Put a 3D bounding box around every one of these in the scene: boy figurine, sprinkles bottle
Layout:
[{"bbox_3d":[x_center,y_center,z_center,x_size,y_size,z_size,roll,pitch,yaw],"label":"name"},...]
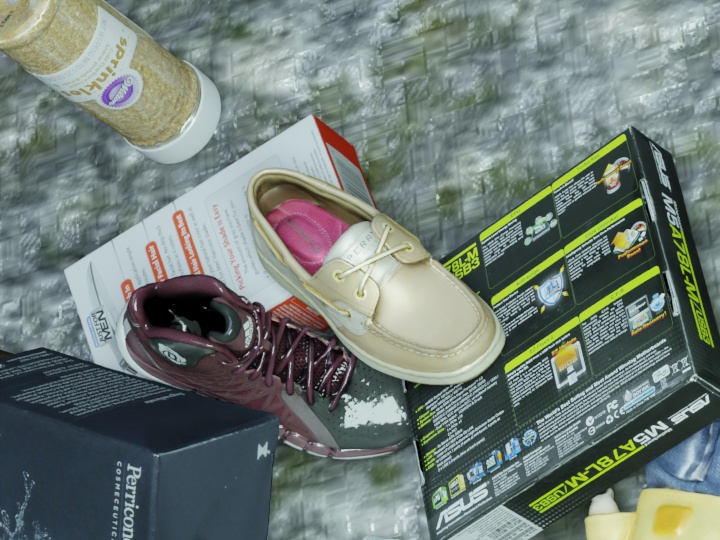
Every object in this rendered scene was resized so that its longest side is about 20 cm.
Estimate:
[{"bbox_3d":[0.174,0.151,1.608,0.124,0.064,0.200,14,74,34],"label":"boy figurine"},{"bbox_3d":[-0.169,-0.136,1.857,0.068,0.200,0.068,-13,63,27],"label":"sprinkles bottle"}]

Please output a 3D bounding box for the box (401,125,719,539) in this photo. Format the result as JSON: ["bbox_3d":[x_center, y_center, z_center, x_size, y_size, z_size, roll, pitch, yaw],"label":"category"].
[{"bbox_3d":[0.111,0.045,1.662,0.200,0.047,0.193,-36,41,27],"label":"box"}]

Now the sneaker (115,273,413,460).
[{"bbox_3d":[-0.053,0.055,1.711,0.200,0.116,0.076,16,76,1],"label":"sneaker"}]

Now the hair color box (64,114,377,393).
[{"bbox_3d":[-0.081,0.003,1.829,0.200,0.064,0.111,-30,58,15],"label":"hair color box"}]

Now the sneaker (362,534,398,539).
[{"bbox_3d":[-0.025,0.246,1.694,0.200,0.075,0.088,-52,40,-6],"label":"sneaker"}]

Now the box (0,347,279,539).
[{"bbox_3d":[-0.164,0.168,1.727,0.200,0.117,0.197,13,106,35],"label":"box"}]

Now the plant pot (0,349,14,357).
[{"bbox_3d":[-0.308,0.108,1.835,0.187,0.200,0.187,-13,63,26],"label":"plant pot"}]

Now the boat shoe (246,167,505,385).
[{"bbox_3d":[0.000,0.000,1.690,0.200,0.069,0.074,30,69,38],"label":"boat shoe"}]
